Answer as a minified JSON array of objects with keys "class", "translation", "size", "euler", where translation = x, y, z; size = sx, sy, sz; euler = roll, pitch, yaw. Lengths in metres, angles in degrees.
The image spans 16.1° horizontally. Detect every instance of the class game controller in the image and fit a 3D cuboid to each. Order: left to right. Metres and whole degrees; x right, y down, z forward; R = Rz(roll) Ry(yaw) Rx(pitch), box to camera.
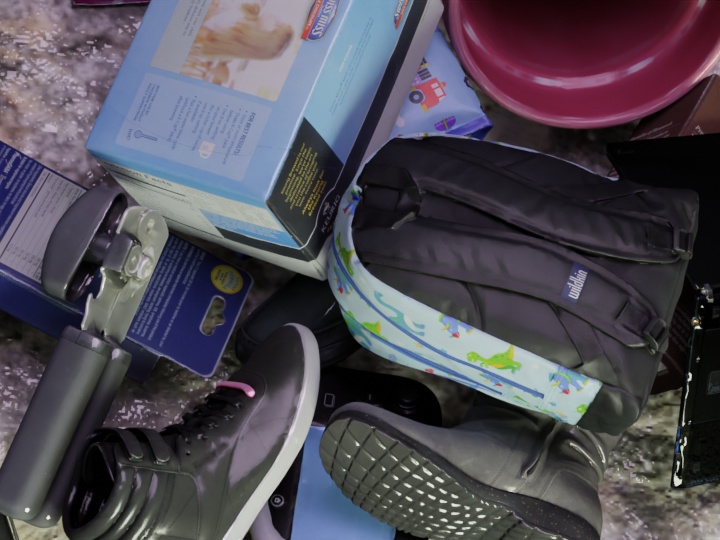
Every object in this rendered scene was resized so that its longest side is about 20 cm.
[{"class":"game controller","translation":[-0.010,0.150,1.554],"size":[0.104,0.042,0.200],"euler":[13,58,-8]}]

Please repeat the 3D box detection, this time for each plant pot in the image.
[{"class":"plant pot","translation":[0.142,-0.221,1.718],"size":[0.200,0.200,0.179],"euler":[5,30,-13]}]

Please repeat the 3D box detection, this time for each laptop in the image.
[{"class":"laptop","translation":[0.240,0.021,1.640],"size":[0.177,0.200,0.103],"euler":[-7,19,-39]}]

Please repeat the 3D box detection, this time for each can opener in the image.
[{"class":"can opener","translation":[-0.173,0.048,1.498],"size":[0.067,0.053,0.200],"euler":[21,84,25]}]

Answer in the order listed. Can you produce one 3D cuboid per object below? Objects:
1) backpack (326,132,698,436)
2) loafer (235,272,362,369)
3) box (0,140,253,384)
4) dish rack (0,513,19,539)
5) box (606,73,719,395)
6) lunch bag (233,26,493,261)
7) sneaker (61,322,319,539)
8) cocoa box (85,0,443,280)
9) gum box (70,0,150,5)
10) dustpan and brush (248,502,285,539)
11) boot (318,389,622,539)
[{"class":"backpack","translation":[0.078,0.000,1.522],"size":[0.200,0.154,0.163],"euler":[22,65,-12]},{"class":"loafer","translation":[0.000,0.000,1.618],"size":[0.200,0.070,0.068],"euler":[-31,47,-29]},{"class":"box","translation":[-0.171,-0.002,1.571],"size":[0.200,0.032,0.121],"euler":[27,34,-4]},{"class":"dish rack","translation":[-0.288,0.102,1.498],"size":[0.153,0.055,0.200],"euler":[-13,65,-21]},{"class":"box","translation":[0.204,-0.023,1.676],"size":[0.100,0.075,0.200],"euler":[46,57,-17]},{"class":"lunch bag","translation":[-0.039,-0.103,1.673],"size":[0.200,0.094,0.151],"euler":[-23,71,-16]},{"class":"sneaker","translation":[-0.100,0.100,1.489],"size":[0.099,0.071,0.200],"euler":[39,70,-29]},{"class":"cocoa box","translation":[-0.056,-0.121,1.568],"size":[0.133,0.131,0.200],"euler":[17,75,23]},{"class":"gum box","translation":[-0.105,-0.249,1.742],"size":[0.200,0.066,0.114],"euler":[-5,61,-18]},{"class":"dustpan and brush","translation":[-0.044,0.185,1.493],"size":[0.139,0.057,0.200],"euler":[-27,67,1]},{"class":"boot","translation":[0.067,0.102,1.560],"size":[0.200,0.070,0.132],"euler":[30,45,-21]}]
